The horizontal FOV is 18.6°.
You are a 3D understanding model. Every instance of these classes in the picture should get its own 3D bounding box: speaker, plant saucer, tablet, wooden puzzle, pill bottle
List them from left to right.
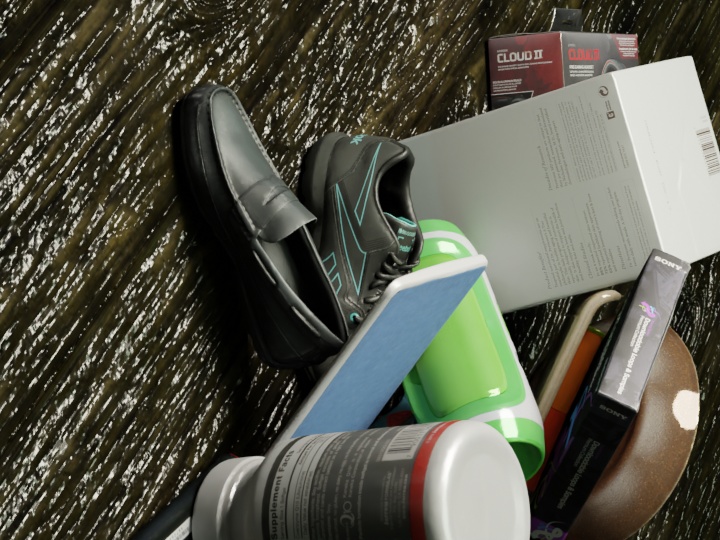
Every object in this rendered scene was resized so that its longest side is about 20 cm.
[{"bbox_3d":[-0.001,0.161,1.409,0.115,0.199,0.117,17,69,-53],"label":"pill bottle"},{"bbox_3d":[0.003,0.070,1.510,0.130,0.014,0.201,-15,145,-56],"label":"tablet"},{"bbox_3d":[0.069,0.062,1.599,0.088,0.088,0.201,39,26,-50],"label":"speaker"},{"bbox_3d":[0.144,0.103,1.691,0.201,0.037,0.185,-61,178,2],"label":"wooden puzzle"},{"bbox_3d":[0.182,0.124,1.757,0.036,0.200,0.202,25,66,-35],"label":"plant saucer"}]

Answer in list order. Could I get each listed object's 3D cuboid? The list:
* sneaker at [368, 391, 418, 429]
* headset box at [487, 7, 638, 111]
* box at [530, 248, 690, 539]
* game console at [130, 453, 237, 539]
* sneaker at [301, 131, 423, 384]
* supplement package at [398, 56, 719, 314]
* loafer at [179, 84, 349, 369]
[{"bbox_3d":[0.076,0.117,1.674,0.200,0.095,0.080,-53,131,-45],"label":"sneaker"},{"bbox_3d":[0.177,-0.120,1.867,0.148,0.074,0.202,-6,93,-57],"label":"headset box"},{"bbox_3d":[0.176,0.096,1.603,0.201,0.036,0.144,112,3,-51],"label":"box"},{"bbox_3d":[-0.110,0.241,1.438,0.200,0.031,0.178,-42,118,-52],"label":"game console"},{"bbox_3d":[0.000,0.000,1.577,0.075,0.079,0.202,1,89,-58],"label":"sneaker"},{"bbox_3d":[0.161,-0.061,1.701,0.150,0.199,0.153,-17,91,-57],"label":"supplement package"},{"bbox_3d":[-0.061,-0.032,1.472,0.068,0.070,0.202,-30,102,-53],"label":"loafer"}]
